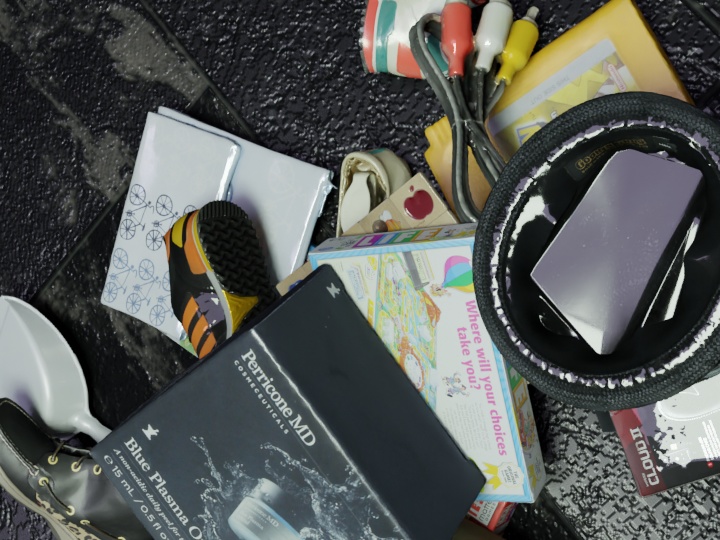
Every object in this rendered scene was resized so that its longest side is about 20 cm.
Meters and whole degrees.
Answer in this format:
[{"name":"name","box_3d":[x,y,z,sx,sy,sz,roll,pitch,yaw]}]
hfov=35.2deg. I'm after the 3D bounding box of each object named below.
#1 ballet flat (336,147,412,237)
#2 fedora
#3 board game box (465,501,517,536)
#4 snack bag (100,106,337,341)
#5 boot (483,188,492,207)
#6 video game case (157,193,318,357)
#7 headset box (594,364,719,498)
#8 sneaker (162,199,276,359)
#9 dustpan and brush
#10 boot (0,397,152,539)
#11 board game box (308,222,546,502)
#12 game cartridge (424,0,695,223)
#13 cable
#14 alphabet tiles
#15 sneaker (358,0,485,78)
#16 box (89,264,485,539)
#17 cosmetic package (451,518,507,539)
[{"name":"ballet flat","box_3d":[0.000,0.000,0.910,0.069,0.069,0.203,3,86,27]},{"name":"fedora","box_3d":[0.172,-0.012,0.732,0.198,0.091,0.204,2,94,28]},{"name":"board game box","box_3d":[0.013,0.196,0.925,0.199,0.046,0.153,28,103,24]},{"name":"snack bag","box_3d":[-0.130,-0.026,0.992,0.198,0.021,0.191,22,100,25]},{"name":"boot","box_3d":[0.105,-0.010,0.850,0.200,0.073,0.076,-50,40,25]},{"name":"video game case","box_3d":[-0.125,0.007,1.011,0.199,0.018,0.144,31,103,24]},{"name":"headset box","box_3d":[0.248,0.059,0.787,0.198,0.077,0.150,-25,79,26]},{"name":"sneaker","box_3d":[-0.114,0.047,0.947,0.090,0.069,0.203,-15,88,48]},{"name":"dustpan and brush","box_3d":[-0.288,0.130,1.083,0.200,0.057,0.141,40,119,28]},{"name":"boot","box_3d":[-0.233,0.170,1.012,0.150,0.073,0.201,-31,103,20]},{"name":"board game box","box_3d":[0.049,0.071,0.820,0.133,0.034,0.202,-4,109,29]},{"name":"game cartridge","box_3d":[0.160,-0.079,0.857,0.199,0.032,0.178,-33,76,23]},{"name":"cable","box_3d":[0.080,-0.124,0.819,0.096,0.050,0.202,13,59,-11]},{"name":"alphabet tiles","box_3d":[0.026,0.047,0.851,0.199,0.008,0.168,-36,90,35]},{"name":"sneaker","box_3d":[0.060,-0.248,0.897,0.092,0.070,0.202,12,93,7]},{"name":"box","box_3d":[-0.053,0.140,0.814,0.199,0.117,0.197,-36,92,33]},{"name":"cosmetic package","box_3d":[0.127,0.257,0.807,0.198,0.105,0.072,26,101,5]}]
